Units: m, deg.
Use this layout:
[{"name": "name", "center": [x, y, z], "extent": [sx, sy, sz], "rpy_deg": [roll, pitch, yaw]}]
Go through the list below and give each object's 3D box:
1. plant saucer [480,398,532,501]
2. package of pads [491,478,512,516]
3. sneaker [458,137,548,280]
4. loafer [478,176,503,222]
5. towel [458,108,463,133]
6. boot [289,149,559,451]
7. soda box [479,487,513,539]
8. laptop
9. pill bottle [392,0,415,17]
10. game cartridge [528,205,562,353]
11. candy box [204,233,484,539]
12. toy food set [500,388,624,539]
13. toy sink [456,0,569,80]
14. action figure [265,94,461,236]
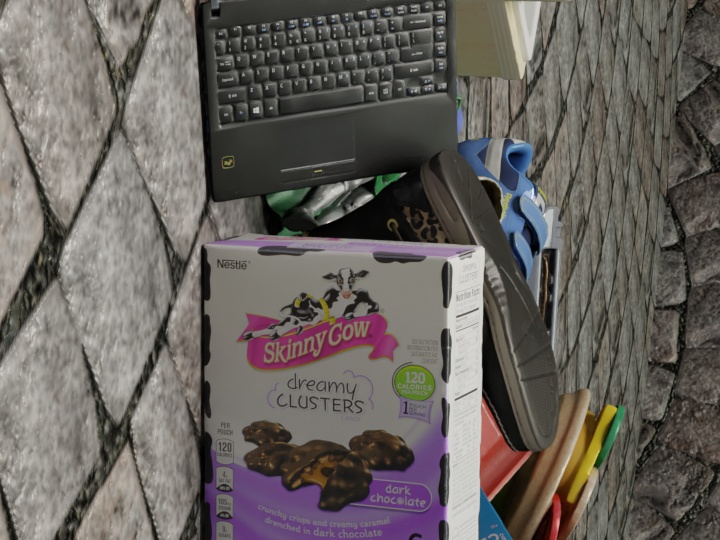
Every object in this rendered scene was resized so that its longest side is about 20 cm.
[{"name": "plant saucer", "center": [0.031, 0.087, 1.387], "extent": [0.201, 0.037, 0.200], "rpy_deg": [59, 39, -7]}, {"name": "package of pads", "center": [0.049, 0.106, 1.514], "extent": [0.201, 0.068, 0.155], "rpy_deg": [62, 24, -15]}, {"name": "sneaker", "center": [0.110, -0.029, 1.507], "extent": [0.074, 0.081, 0.201], "rpy_deg": [76, 5, -53]}, {"name": "loafer", "center": [0.050, -0.004, 1.373], "extent": [0.076, 0.068, 0.201], "rpy_deg": [43, 44, -24]}, {"name": "towel", "center": [0.064, -0.182, 1.653], "extent": [0.145, 0.024, 0.202], "rpy_deg": [-64, 153, -55]}, {"name": "boot", "center": [0.035, 0.039, 1.266], "extent": [0.201, 0.150, 0.073], "rpy_deg": [67, 25, -3]}, {"name": "soda box", "center": [0.007, 0.221, 1.262], "extent": [0.064, 0.199, 0.068], "rpy_deg": [57, -12, 42]}, {"name": "laptop", "center": [0.001, -0.139, 1.173], "extent": [0.103, 0.176, 0.202], "rpy_deg": [-146, -129, -60]}, {"name": "pill bottle", "center": [0.004, -0.237, 1.325], "extent": [0.114, 0.112, 0.201], "rpy_deg": [75, 23, -48]}, {"name": "game cartridge", "center": [0.124, 0.037, 1.792], "extent": [0.041, 0.132, 0.202], "rpy_deg": [-1, 96, -47]}, {"name": "candy box", "center": [-0.011, 0.082, 1.214], "extent": [0.071, 0.166, 0.202], "rpy_deg": [-16, 108, -67]}, {"name": "toy food set", "center": [0.139, 0.185, 1.502], "extent": [0.201, 0.048, 0.198], "rpy_deg": [-63, 177, -16]}, {"name": "toy sink", "center": [0.079, -0.224, 1.441], "extent": [0.112, 0.198, 0.131], "rpy_deg": [69, 27, -56]}, {"name": "action figure", "center": [0.011, -0.076, 1.383], "extent": [0.200, 0.054, 0.119], "rpy_deg": [-47, 154, -36]}]
